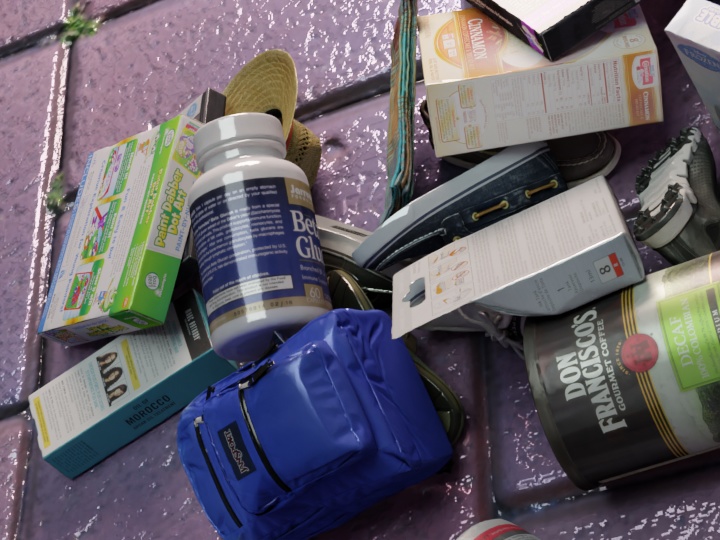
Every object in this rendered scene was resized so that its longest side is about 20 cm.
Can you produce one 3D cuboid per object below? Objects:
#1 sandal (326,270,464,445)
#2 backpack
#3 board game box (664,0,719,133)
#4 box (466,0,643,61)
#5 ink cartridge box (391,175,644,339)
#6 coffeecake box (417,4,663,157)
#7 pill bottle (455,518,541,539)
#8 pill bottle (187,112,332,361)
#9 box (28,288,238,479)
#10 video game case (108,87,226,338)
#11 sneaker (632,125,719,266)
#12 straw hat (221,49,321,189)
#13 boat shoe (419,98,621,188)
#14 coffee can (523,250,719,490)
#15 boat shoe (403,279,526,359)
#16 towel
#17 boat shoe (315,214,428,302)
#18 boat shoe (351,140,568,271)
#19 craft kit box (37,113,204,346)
[{"bbox_3d":[0.024,0.082,1.645,0.201,0.057,0.080,48,121,27],"label":"sandal"},{"bbox_3d":[-0.058,0.135,1.562,0.199,0.167,0.164,-31,71,26],"label":"backpack"},{"bbox_3d":[0.353,-0.112,1.467,0.199,0.199,0.043,32,79,41],"label":"board game box"},{"bbox_3d":[0.170,-0.267,1.650,0.142,0.036,0.200,-33,39,-8],"label":"box"},{"bbox_3d":[0.123,0.004,1.505,0.199,0.050,0.162,-27,16,10],"label":"ink cartridge box"},{"bbox_3d":[0.155,-0.179,1.651,0.198,0.074,0.154,-9,30,3],"label":"coffeecake box"},{"bbox_3d":[0.152,0.273,1.392,0.199,0.111,0.111,26,75,41],"label":"pill bottle"},{"bbox_3d":[-0.092,-0.031,1.652,0.110,0.111,0.202,-18,71,21],"label":"pill bottle"},{"bbox_3d":[-0.217,0.108,1.782,0.199,0.049,0.083,-32,48,10],"label":"box"},{"bbox_3d":[-0.199,-0.056,1.850,0.180,0.025,0.201,-34,42,43],"label":"video game case"},{"bbox_3d":[0.275,-0.050,1.554,0.066,0.090,0.200,-42,11,27],"label":"sneaker"},{"bbox_3d":[-0.087,-0.107,1.819,0.201,0.085,0.202,-38,38,39],"label":"straw hat"},{"bbox_3d":[0.141,-0.124,1.705,0.199,0.060,0.072,14,67,38],"label":"boat shoe"},{"bbox_3d":[0.244,0.071,1.448,0.199,0.146,0.147,-20,51,19],"label":"coffee can"},{"bbox_3d":[0.130,0.035,1.603,0.200,0.075,0.087,-13,55,13],"label":"boat shoe"},{"bbox_3d":[0.035,-0.142,1.714,0.021,0.147,0.202,3,72,-4],"label":"towel"},{"bbox_3d":[0.000,0.000,1.714,0.199,0.070,0.064,21,105,32],"label":"boat shoe"},{"bbox_3d":[0.096,-0.034,1.631,0.199,0.071,0.091,-31,85,-5],"label":"boat shoe"},{"bbox_3d":[-0.229,-0.036,1.817,0.197,0.048,0.202,-16,57,57],"label":"craft kit box"}]
